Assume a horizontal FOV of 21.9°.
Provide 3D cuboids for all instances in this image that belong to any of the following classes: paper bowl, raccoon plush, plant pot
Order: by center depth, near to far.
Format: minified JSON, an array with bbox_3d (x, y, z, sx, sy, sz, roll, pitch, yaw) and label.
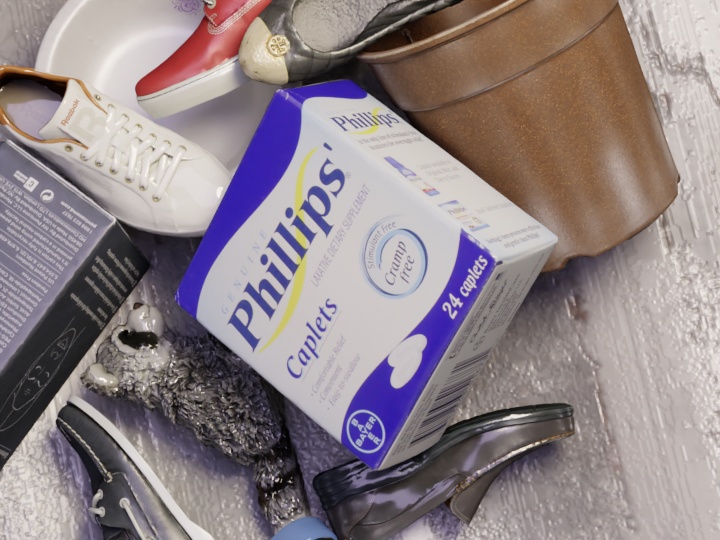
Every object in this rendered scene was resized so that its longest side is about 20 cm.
[{"bbox_3d":[0.126,-0.118,1.344,0.199,0.200,0.199,-30,107,-6],"label":"plant pot"},{"bbox_3d":[-0.124,0.118,1.366,0.133,0.097,0.202,-16,77,6],"label":"raccoon plush"},{"bbox_3d":[-0.142,-0.128,1.414,0.199,0.104,0.202,0,77,2],"label":"paper bowl"}]

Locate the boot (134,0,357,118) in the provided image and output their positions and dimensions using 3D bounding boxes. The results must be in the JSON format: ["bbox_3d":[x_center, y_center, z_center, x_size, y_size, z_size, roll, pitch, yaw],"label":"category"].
[{"bbox_3d":[-0.098,-0.210,1.311,0.199,0.072,0.145,-34,109,-4],"label":"boot"}]

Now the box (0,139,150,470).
[{"bbox_3d":[-0.262,0.030,1.355,0.107,0.149,0.201,34,81,10],"label":"box"}]

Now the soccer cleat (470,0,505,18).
[{"bbox_3d":[0.085,-0.227,1.448,0.200,0.069,0.078,38,68,6],"label":"soccer cleat"}]

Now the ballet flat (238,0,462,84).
[{"bbox_3d":[0.005,-0.188,1.273,0.199,0.057,0.067,-28,93,-4],"label":"ballet flat"}]

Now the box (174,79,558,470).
[{"bbox_3d":[0.000,0.000,1.282,0.200,0.105,0.185,38,115,20],"label":"box"}]

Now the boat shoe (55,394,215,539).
[{"bbox_3d":[-0.163,0.179,1.356,0.060,0.076,0.200,-41,78,-14],"label":"boat shoe"}]

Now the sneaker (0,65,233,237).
[{"bbox_3d":[-0.179,-0.084,1.307,0.199,0.085,0.073,24,80,6],"label":"sneaker"}]

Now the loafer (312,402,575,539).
[{"bbox_3d":[0.068,0.151,1.364,0.199,0.073,0.073,-20,85,6],"label":"loafer"}]

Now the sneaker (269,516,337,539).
[{"bbox_3d":[-0.062,0.276,1.320,0.078,0.070,0.201,26,85,43],"label":"sneaker"}]
